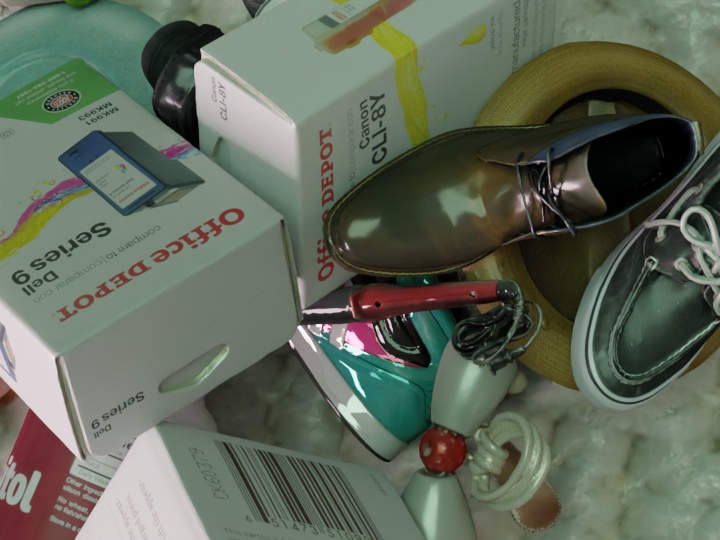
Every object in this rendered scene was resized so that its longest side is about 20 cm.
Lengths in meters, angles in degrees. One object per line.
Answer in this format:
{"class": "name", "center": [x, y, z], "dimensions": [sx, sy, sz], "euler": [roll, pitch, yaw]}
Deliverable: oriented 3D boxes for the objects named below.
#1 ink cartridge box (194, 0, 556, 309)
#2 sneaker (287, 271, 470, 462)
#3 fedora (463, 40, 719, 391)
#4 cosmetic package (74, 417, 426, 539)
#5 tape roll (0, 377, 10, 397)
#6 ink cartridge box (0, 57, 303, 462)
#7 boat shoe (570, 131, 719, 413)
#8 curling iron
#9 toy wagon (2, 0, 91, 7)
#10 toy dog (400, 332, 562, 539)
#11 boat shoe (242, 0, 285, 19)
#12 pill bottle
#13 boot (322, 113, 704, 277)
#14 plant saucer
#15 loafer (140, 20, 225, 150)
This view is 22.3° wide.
{"class": "ink cartridge box", "center": [0.012, -0.093, 1.028], "dimensions": [0.200, 0.145, 0.083], "euler": [-34, 54, -27]}
{"class": "sneaker", "center": [0.000, 0.000, 1.090], "dimensions": [0.121, 0.084, 0.200], "euler": [-39, 82, 7]}
{"class": "fedora", "center": [0.136, -0.029, 1.056], "dimensions": [0.200, 0.082, 0.202], "euler": [1, 85, -12]}
{"class": "cosmetic package", "center": [-0.068, 0.216, 0.964], "dimensions": [0.200, 0.164, 0.165], "euler": [-58, 39, 21]}
{"class": "tape roll", "center": [-0.285, -0.002, 1.099], "dimensions": [0.201, 0.071, 0.203], "euler": [0, 74, 0]}
{"class": "ink cartridge box", "center": [-0.147, -0.011, 0.978], "dimensions": [0.145, 0.088, 0.200], "euler": [-32, 50, -23]}
{"class": "boat shoe", "center": [0.189, -0.009, 0.987], "dimensions": [0.074, 0.068, 0.199], "euler": [44, 78, -5]}
{"class": "curling iron", "center": [0.007, 0.027, 1.020], "dimensions": [0.199, 0.026, 0.050], "euler": [3, 70, 29]}
{"class": "toy wagon", "center": [-0.220, -0.237, 1.204], "dimensions": [0.155, 0.040, 0.200], "euler": [42, 89, 20]}
{"class": "toy dog", "center": [0.063, 0.144, 1.042], "dimensions": [0.200, 0.096, 0.132], "euler": [-60, 37, 19]}
{"class": "boat shoe", "center": [0.005, -0.224, 1.148], "dimensions": [0.200, 0.070, 0.066], "euler": [-38, 76, 10]}
{"class": "pill bottle", "center": [-0.154, 0.124, 1.085], "dimensions": [0.113, 0.113, 0.201], "euler": [21, 83, 15]}
{"class": "boot", "center": [0.082, -0.047, 0.952], "dimensions": [0.199, 0.097, 0.075], "euler": [-17, 89, -15]}
{"class": "plant saucer", "center": [-0.196, -0.086, 1.173], "dimensions": [0.200, 0.039, 0.202], "euler": [-2, 78, 11]}
{"class": "loafer", "center": [-0.099, -0.112, 1.073], "dimensions": [0.070, 0.201, 0.068], "euler": [34, 96, 0]}
